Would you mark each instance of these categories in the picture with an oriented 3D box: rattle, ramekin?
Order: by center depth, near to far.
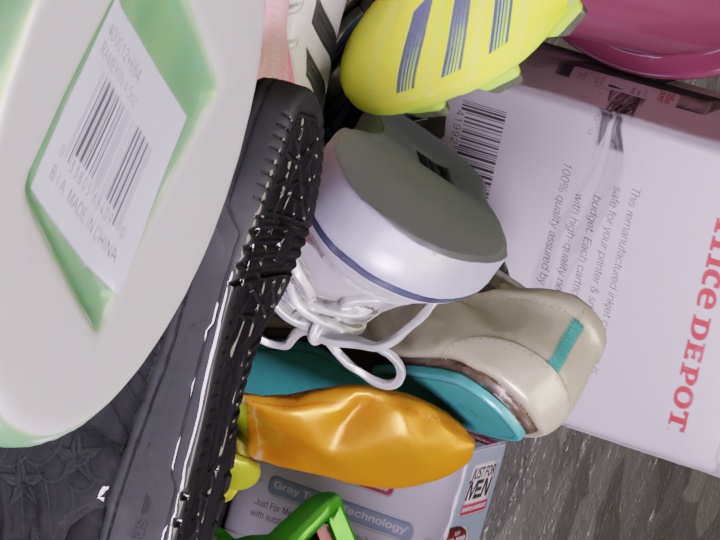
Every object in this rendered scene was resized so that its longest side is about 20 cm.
[{"bbox_3d":[-0.103,-0.049,0.761,0.200,0.097,0.201,17,90,-73],"label":"ramekin"},{"bbox_3d":[-0.068,0.111,0.971,0.130,0.143,0.200,-62,177,36],"label":"rattle"}]

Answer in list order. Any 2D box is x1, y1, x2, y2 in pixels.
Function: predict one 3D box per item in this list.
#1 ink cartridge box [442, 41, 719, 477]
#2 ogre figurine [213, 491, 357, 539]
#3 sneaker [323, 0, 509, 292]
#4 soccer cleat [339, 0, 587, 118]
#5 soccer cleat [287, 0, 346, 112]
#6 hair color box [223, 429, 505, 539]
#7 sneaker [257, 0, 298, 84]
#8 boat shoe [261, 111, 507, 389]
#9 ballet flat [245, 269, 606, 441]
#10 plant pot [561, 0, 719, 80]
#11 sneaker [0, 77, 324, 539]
[{"bbox_3d":[0.096,-0.014,1.227,0.085,0.199,0.146,-34,140,-61],"label":"ink cartridge box"},{"bbox_3d":[-0.026,0.156,1.092,0.098,0.200,0.120,-23,112,-16],"label":"ogre figurine"},{"bbox_3d":[-0.005,-0.051,1.123,0.075,0.078,0.200,-30,133,-12],"label":"sneaker"},{"bbox_3d":[0.060,-0.124,0.946,0.084,0.200,0.065,37,34,-32],"label":"soccer cleat"},{"bbox_3d":[-0.038,-0.085,0.974,0.085,0.068,0.200,-70,172,-49],"label":"soccer cleat"},{"bbox_3d":[-0.015,0.156,1.222,0.061,0.099,0.201,-2,108,-71],"label":"hair color box"},{"bbox_3d":[-0.058,-0.087,0.883,0.105,0.075,0.201,-49,146,-78],"label":"sneaker"},{"bbox_3d":[-0.004,-0.003,0.978,0.086,0.074,0.202,-54,-173,10],"label":"boat shoe"},{"bbox_3d":[0.019,0.026,1.072,0.069,0.200,0.070,-4,96,-36],"label":"ballet flat"},{"bbox_3d":[0.104,-0.174,1.153,0.179,0.200,0.201,-11,119,-52],"label":"plant pot"},{"bbox_3d":[-0.086,0.027,0.876,0.060,0.104,0.201,-1,108,-72],"label":"sneaker"}]
